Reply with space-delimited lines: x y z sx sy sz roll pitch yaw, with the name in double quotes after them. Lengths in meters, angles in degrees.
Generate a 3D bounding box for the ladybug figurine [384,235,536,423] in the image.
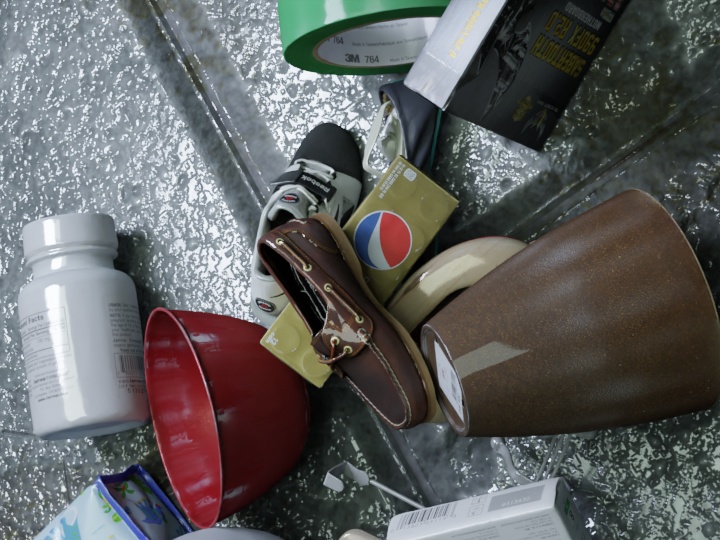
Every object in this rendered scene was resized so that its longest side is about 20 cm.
0.089 0.044 1.632 0.136 0.072 0.200 42 107 -17 "ladybug figurine"

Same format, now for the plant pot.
0.156 0.055 1.504 0.199 0.187 0.188 -19 74 -14 "plant pot"

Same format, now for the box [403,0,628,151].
0.134 -0.193 1.577 0.048 0.200 0.159 35 99 27 "box"

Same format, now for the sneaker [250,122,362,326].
-0.048 -0.055 1.689 0.074 0.089 0.201 12 65 10 "sneaker"

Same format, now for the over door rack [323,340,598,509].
0.088 0.147 1.610 0.199 0.067 0.149 22 113 5 "over door rack"

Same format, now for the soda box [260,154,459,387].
0.000 0.000 1.621 0.068 0.064 0.200 37 95 -1 "soda box"

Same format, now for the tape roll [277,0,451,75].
0.029 -0.218 1.630 0.199 0.200 0.049 -11 79 25 "tape roll"

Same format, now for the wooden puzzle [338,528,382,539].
0.056 0.328 1.598 0.184 0.037 0.201 24 136 26 "wooden puzzle"

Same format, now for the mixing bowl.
-0.112 0.122 1.695 0.200 0.108 0.202 169 90 -68 "mixing bowl"

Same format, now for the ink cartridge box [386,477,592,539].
0.132 0.279 1.594 0.160 0.050 0.201 -17 115 25 "ink cartridge box"

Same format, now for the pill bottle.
-0.265 0.053 1.796 0.114 0.114 0.202 -14 79 24 "pill bottle"

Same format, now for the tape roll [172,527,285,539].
-0.116 0.327 1.663 0.199 0.066 0.202 -1 115 -2 "tape roll"

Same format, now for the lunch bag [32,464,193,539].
-0.221 0.311 1.752 0.170 0.127 0.200 -42 82 14 "lunch bag"

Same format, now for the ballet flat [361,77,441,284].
0.034 -0.075 1.685 0.073 0.073 0.202 -1 82 26 "ballet flat"

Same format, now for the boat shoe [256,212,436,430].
-0.015 0.047 1.537 0.201 0.070 0.070 56 139 16 "boat shoe"
